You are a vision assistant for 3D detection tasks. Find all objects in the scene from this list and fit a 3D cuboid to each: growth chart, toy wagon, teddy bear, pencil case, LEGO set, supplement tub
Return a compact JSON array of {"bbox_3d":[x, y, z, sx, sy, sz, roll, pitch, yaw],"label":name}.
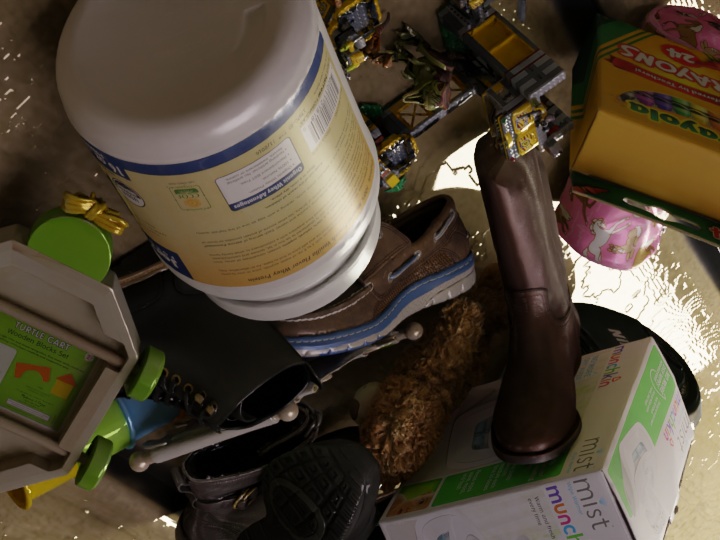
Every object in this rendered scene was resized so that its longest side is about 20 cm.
[{"bbox_3d":[-0.058,0.083,1.160,0.144,0.018,0.200,-20,-175,31],"label":"growth chart"},{"bbox_3d":[-0.190,0.036,0.982,0.154,0.040,0.201,27,111,-16],"label":"toy wagon"},{"bbox_3d":[0.052,0.070,1.273,0.200,0.067,0.145,-51,-176,-21],"label":"teddy bear"},{"bbox_3d":[0.216,-0.099,1.282,0.086,0.083,0.201,-23,142,-48],"label":"pencil case"},{"bbox_3d":[0.055,-0.121,1.057,0.153,0.116,0.201,-31,144,-18],"label":"LEGO set"},{"bbox_3d":[-0.070,-0.073,0.956,0.144,0.144,0.200,-37,146,-8],"label":"supplement tub"}]

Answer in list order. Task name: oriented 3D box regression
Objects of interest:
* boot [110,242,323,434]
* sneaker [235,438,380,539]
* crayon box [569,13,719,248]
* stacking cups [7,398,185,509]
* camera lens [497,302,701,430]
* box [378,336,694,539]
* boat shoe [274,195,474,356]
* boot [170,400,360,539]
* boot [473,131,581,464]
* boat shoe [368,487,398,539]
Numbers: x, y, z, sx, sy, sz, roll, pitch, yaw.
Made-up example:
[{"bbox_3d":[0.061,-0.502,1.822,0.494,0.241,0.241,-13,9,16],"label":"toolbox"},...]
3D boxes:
[{"bbox_3d":[-0.136,0.067,1.048,0.199,0.138,0.078,-34,146,-12],"label":"boot"},{"bbox_3d":[-0.023,0.165,1.194,0.090,0.076,0.200,-23,162,-32],"label":"sneaker"},{"bbox_3d":[0.203,-0.092,1.124,0.126,0.200,0.051,19,120,-4],"label":"crayon box"},{"bbox_3d":[-0.145,0.089,1.135,0.199,0.061,0.061,-24,142,-27],"label":"stacking cups"},{"bbox_3d":[0.178,0.140,1.436,0.159,0.160,0.201,-5,131,-43],"label":"camera lens"},{"bbox_3d":[0.135,0.153,1.250,0.176,0.097,0.200,-18,-163,27],"label":"box"},{"bbox_3d":[0.000,0.000,1.166,0.200,0.072,0.073,-27,114,-48],"label":"boat shoe"},{"bbox_3d":[-0.050,0.142,1.247,0.199,0.069,0.174,-25,158,-23],"label":"boot"},{"bbox_3d":[0.109,0.008,1.183,0.064,0.187,0.201,-6,115,13],"label":"boot"},{"bbox_3d":[-0.030,0.239,1.421,0.200,0.072,0.073,-33,142,-33],"label":"boat shoe"}]
